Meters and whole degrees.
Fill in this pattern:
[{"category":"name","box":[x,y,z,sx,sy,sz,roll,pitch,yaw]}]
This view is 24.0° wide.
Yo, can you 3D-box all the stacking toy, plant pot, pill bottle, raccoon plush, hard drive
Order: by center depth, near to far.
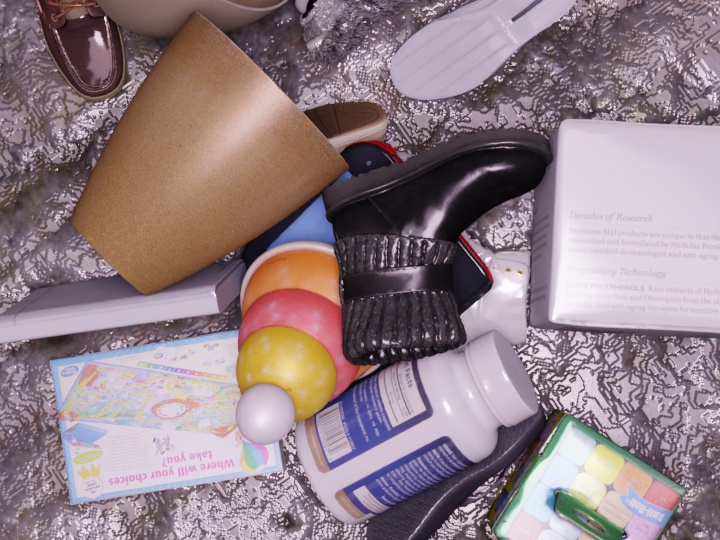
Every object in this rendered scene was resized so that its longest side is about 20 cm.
[{"category":"plant pot","box":[-0.142,-0.081,1.431,0.186,0.186,0.200,44,89,4]},{"category":"stacking toy","box":[-0.062,0.081,1.435,0.145,0.200,0.147,10,124,14]},{"category":"pill bottle","box":[0.051,0.133,1.491,0.199,0.111,0.111,-29,86,15]},{"category":"hard drive","box":[-0.209,0.027,1.506,0.198,0.132,0.027,-8,101,9]},{"category":"raccoon plush","box":[0.031,-0.239,1.517,0.199,0.097,0.135,16,91,35]},{"category":"plant pot","box":[-0.172,-0.287,1.522,0.134,0.200,0.201,-31,85,36]}]

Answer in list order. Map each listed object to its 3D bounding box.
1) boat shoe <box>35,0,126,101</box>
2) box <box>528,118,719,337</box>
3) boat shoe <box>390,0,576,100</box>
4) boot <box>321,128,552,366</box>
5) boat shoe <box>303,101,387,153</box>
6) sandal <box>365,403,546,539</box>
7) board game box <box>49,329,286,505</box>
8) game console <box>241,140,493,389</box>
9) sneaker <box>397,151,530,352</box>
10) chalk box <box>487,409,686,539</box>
[{"category":"boat shoe","box":[-0.272,-0.256,1.566,0.072,0.072,0.201,-16,86,2]},{"category":"box","box":[0.253,-0.031,1.468,0.198,0.199,0.173,2,87,1]},{"category":"boat shoe","box":[0.120,-0.220,1.551,0.199,0.071,0.072,-28,99,21]},{"category":"boot","box":[0.073,-0.015,1.400,0.210,0.079,0.159,-19,67,17]},{"category":"boat shoe","box":[-0.064,-0.094,1.557,0.199,0.072,0.065,-24,122,-4]},{"category":"sandal","box":[0.088,0.187,1.537,0.200,0.076,0.043,-43,130,3]},{"category":"board game box","box":[-0.177,0.133,1.560,0.198,0.034,0.136,-9,86,2]},{"category":"game console","box":[0.000,0.000,1.516,0.200,0.031,0.177,-42,81,30]},{"category":"sneaker","box":[0.094,-0.020,1.542,0.115,0.074,0.201,-14,96,0]},{"category":"chalk box","box":[0.193,0.203,1.457,0.124,0.200,0.124,33,88,3]}]
